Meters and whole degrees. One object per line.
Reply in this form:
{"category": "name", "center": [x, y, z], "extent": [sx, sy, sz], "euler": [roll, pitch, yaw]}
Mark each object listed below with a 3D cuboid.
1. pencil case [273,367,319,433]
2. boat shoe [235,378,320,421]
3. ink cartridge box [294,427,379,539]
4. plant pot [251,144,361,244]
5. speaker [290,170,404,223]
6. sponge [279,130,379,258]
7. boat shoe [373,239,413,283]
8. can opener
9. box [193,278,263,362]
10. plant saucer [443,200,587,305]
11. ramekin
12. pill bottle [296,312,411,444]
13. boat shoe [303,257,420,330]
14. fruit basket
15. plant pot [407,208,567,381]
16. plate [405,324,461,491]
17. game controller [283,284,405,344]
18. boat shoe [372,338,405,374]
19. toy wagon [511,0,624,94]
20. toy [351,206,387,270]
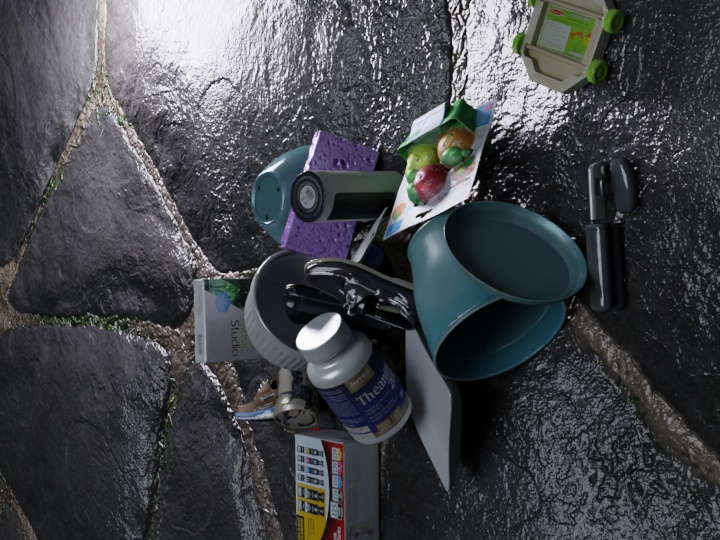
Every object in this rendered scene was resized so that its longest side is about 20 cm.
{"category": "pencil case", "center": [-0.113, 0.173, 1.910], "extent": [0.090, 0.077, 0.201], "euler": [116, 154, -59]}
{"category": "boat shoe", "center": [-0.150, 0.233, 2.006], "extent": [0.199, 0.072, 0.073], "euler": [-13, 76, 38]}
{"category": "ink cartridge box", "center": [-0.054, 0.377, 1.881], "extent": [0.175, 0.083, 0.202], "euler": [0, 91, 49]}
{"category": "plant pot", "center": [-0.107, -0.122, 1.894], "extent": [0.199, 0.134, 0.202], "euler": [0, 90, 48]}
{"category": "speaker", "center": [-0.013, -0.117, 1.739], "extent": [0.081, 0.199, 0.082], "euler": [4, 96, 43]}
{"category": "sponge", "center": [-0.051, -0.117, 1.812], "extent": [0.030, 0.111, 0.201], "euler": [11, 84, 69]}
{"category": "boat shoe", "center": [0.076, 0.022, 1.754], "extent": [0.200, 0.062, 0.074], "euler": [55, 143, 37]}
{"category": "can opener", "center": [0.334, -0.047, 1.457], "extent": [0.067, 0.053, 0.202], "euler": [-5, 88, 49]}
{"category": "box", "center": [-0.207, 0.086, 1.963], "extent": [0.036, 0.199, 0.145], "euler": [-2, 89, 44]}
{"category": "plant saucer", "center": [0.202, -0.020, 1.462], "extent": [0.200, 0.199, 0.028], "euler": [51, 138, 35]}
{"category": "ramekin", "center": [-0.101, 0.072, 1.850], "extent": [0.105, 0.199, 0.201], "euler": [-47, 56, 54]}
{"category": "pill bottle", "center": [-0.013, 0.164, 1.703], "extent": [0.111, 0.111, 0.200], "euler": [2, 134, 48]}
{"category": "boat shoe", "center": [0.003, 0.037, 1.642], "extent": [0.199, 0.063, 0.073], "euler": [16, 145, 10]}
{"category": "fruit basket", "center": [0.111, -0.153, 1.621], "extent": [0.185, 0.094, 0.201], "euler": [-25, 32, 46]}
{"category": "plant pot", "center": [0.161, 0.022, 1.562], "extent": [0.200, 0.199, 0.189], "euler": [-53, 46, 35]}
{"category": "plate", "center": [0.112, 0.193, 1.656], "extent": [0.200, 0.032, 0.201], "euler": [-116, 20, -51]}
{"category": "game controller", "center": [-0.025, 0.069, 1.729], "extent": [0.104, 0.199, 0.042], "euler": [85, -162, -67]}
{"category": "boat shoe", "center": [0.002, 0.178, 1.822], "extent": [0.200, 0.072, 0.072], "euler": [-48, 57, 38]}
{"category": "toy wagon", "center": [0.291, -0.347, 1.511], "extent": [0.155, 0.039, 0.201], "euler": [33, 114, 43]}
{"category": "toy", "center": [0.000, 0.000, 1.747], "extent": [0.200, 0.047, 0.116], "euler": [-50, 12, 52]}
